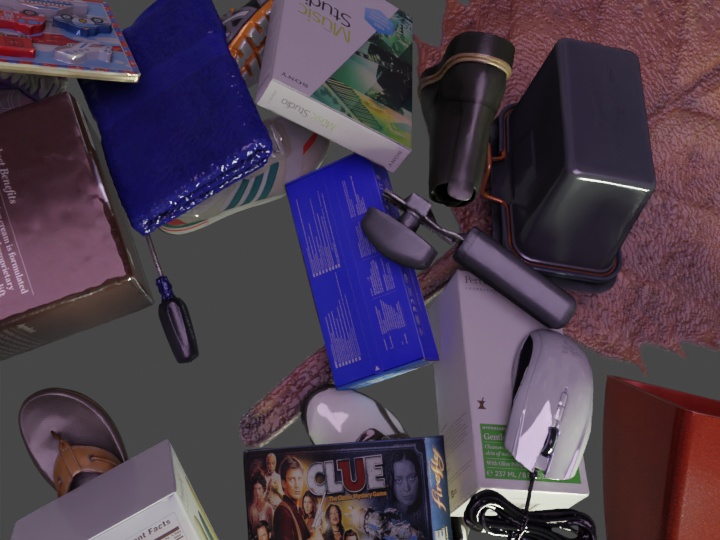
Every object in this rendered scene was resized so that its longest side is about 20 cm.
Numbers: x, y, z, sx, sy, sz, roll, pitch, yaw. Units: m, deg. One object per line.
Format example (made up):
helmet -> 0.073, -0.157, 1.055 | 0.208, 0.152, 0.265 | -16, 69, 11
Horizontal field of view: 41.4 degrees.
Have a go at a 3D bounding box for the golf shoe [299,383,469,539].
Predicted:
golf shoe -> 0.027, 0.177, 0.863 | 0.199, 0.095, 0.078 | 42, 80, 3

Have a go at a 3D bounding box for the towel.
towel -> -0.165, -0.145, 0.842 | 0.146, 0.050, 0.203 | -30, 63, 9

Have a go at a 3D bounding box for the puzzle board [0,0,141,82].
puzzle board -> -0.294, -0.206, 0.789 | 0.196, 0.018, 0.152 | 0, 38, -29

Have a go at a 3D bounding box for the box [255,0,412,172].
box -> -0.018, -0.197, 0.876 | 0.142, 0.036, 0.203 | 23, 47, -22

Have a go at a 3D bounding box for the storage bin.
storage bin -> 0.189, -0.107, 0.869 | 0.142, 0.135, 0.203 | 9, 56, -8

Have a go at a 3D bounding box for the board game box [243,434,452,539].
board game box -> -0.014, 0.218, 0.821 | 0.197, 0.034, 0.139 | -11, 79, 33

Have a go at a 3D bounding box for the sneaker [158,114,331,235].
sneaker -> -0.111, -0.099, 0.891 | 0.197, 0.093, 0.071 | -26, 84, -9

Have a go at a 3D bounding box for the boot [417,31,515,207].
boot -> 0.079, -0.112, 0.860 | 0.076, 0.200, 0.141 | 11, 80, 2

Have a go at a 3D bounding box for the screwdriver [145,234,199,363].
screwdriver -> -0.196, -0.009, 0.897 | 0.029, 0.028, 0.203 | -21, 87, -47

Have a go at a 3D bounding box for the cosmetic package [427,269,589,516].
cosmetic package -> 0.126, 0.111, 0.851 | 0.105, 0.085, 0.204 | 5, 60, -15

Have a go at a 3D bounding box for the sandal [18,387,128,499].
sandal -> -0.242, 0.197, 0.850 | 0.080, 0.055, 0.203 | -23, 85, -8

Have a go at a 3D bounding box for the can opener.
can opener -> 0.091, -0.002, 0.834 | 0.198, 0.053, 0.067 | 36, 89, 3

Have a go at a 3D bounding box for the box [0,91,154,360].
box -> -0.304, -0.023, 0.822 | 0.196, 0.164, 0.169 | -19, 83, -9

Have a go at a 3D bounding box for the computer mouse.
computer mouse -> 0.151, 0.127, 0.772 | 0.108, 0.044, 0.203 | 21, 57, -6

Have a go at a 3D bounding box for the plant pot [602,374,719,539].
plant pot -> 0.321, 0.214, 0.846 | 0.195, 0.200, 0.180 | 13, 90, -4

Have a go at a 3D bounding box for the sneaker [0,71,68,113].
sneaker -> -0.333, -0.154, 0.835 | 0.080, 0.200, 0.090 | 30, 96, 7

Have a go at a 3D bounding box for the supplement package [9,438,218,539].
supplement package -> -0.175, 0.278, 0.771 | 0.149, 0.152, 0.203 | -27, 101, -10

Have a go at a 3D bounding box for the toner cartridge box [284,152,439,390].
toner cartridge box -> 0.000, 0.000, 0.885 | 0.093, 0.043, 0.204 | -20, 76, 23

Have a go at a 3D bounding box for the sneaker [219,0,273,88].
sneaker -> -0.139, -0.206, 0.918 | 0.077, 0.079, 0.201 | 33, 72, 18
